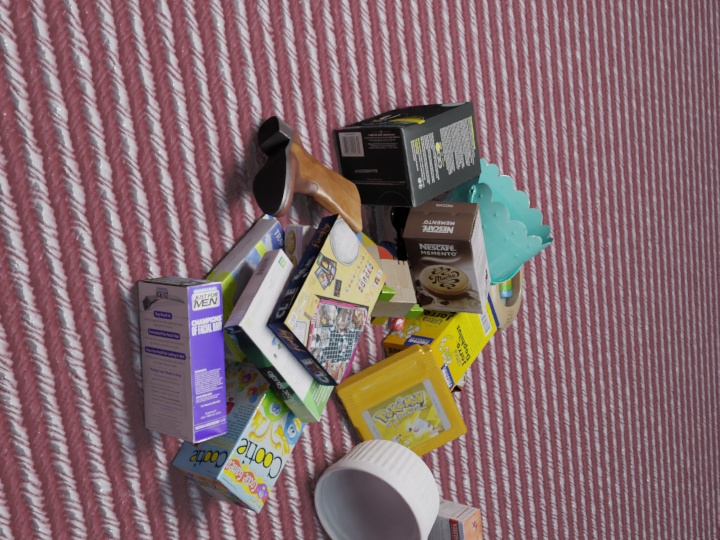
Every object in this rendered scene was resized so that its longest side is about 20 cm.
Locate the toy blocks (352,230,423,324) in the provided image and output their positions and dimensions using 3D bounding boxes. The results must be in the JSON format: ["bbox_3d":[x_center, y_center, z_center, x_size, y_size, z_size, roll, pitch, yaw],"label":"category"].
[{"bbox_3d":[0.000,0.000,1.461,0.197,0.100,0.138,4,58,-27],"label":"toy blocks"}]

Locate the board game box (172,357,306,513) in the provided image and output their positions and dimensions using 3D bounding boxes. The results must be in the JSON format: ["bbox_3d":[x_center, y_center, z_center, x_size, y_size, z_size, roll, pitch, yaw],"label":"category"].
[{"bbox_3d":[-0.157,0.223,1.321,0.103,0.104,0.201,51,57,-38],"label":"board game box"}]

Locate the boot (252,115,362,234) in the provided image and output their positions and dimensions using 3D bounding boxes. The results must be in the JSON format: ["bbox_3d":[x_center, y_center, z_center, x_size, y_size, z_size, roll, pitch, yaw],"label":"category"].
[{"bbox_3d":[-0.073,-0.108,1.370,0.200,0.068,0.190,39,25,-37],"label":"boot"}]

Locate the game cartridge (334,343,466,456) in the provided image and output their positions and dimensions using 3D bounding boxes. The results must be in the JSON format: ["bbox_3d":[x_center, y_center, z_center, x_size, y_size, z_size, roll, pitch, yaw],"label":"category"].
[{"bbox_3d":[0.071,0.235,1.566,0.175,0.033,0.202,-26,120,-1],"label":"game cartridge"}]

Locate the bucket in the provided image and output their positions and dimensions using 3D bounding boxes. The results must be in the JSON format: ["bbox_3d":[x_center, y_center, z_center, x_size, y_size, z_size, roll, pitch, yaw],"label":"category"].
[{"bbox_3d":[0.233,-0.082,1.661,0.206,0.135,0.208,38,24,-20],"label":"bucket"}]

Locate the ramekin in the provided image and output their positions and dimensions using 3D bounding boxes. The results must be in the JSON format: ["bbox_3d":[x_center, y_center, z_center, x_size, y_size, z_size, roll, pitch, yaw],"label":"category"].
[{"bbox_3d":[0.034,0.370,1.494,0.105,0.198,0.203,-42,123,-49],"label":"ramekin"}]

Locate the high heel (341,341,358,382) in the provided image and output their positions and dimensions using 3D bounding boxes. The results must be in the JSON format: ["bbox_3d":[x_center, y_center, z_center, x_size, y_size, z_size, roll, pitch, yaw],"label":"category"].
[{"bbox_3d":[-0.003,0.088,1.519,0.095,0.067,0.203,17,68,-38],"label":"high heel"}]

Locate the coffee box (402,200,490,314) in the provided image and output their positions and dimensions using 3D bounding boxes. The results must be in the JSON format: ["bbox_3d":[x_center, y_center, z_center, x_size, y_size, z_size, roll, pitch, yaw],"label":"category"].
[{"bbox_3d":[0.145,-0.020,1.522,0.201,0.111,0.081,70,30,-50],"label":"coffee box"}]

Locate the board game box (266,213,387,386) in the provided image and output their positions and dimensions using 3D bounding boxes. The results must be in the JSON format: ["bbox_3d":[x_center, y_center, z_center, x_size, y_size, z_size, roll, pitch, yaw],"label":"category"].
[{"bbox_3d":[-0.042,0.041,1.298,0.136,0.034,0.201,52,47,-31],"label":"board game box"}]

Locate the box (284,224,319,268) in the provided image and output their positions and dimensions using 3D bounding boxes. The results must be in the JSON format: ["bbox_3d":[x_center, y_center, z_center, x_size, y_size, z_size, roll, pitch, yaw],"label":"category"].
[{"bbox_3d":[-0.089,0.034,1.360,0.038,0.041,0.203,-1,97,-49],"label":"box"}]

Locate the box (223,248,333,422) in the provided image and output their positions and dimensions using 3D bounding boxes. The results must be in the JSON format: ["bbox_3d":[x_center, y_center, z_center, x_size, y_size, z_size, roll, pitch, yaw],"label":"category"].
[{"bbox_3d":[-0.095,0.092,1.283,0.201,0.036,0.145,54,42,-29],"label":"box"}]

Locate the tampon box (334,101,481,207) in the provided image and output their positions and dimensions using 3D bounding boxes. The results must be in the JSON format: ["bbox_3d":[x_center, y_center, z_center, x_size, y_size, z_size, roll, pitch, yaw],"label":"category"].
[{"bbox_3d":[0.082,-0.195,1.527,0.199,0.148,0.128,-28,115,-45],"label":"tampon box"}]

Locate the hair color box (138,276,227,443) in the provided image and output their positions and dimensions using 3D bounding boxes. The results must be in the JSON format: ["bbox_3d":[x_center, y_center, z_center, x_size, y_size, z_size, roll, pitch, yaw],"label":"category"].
[{"bbox_3d":[-0.234,0.113,1.218,0.064,0.108,0.203,-11,102,-48],"label":"hair color box"}]

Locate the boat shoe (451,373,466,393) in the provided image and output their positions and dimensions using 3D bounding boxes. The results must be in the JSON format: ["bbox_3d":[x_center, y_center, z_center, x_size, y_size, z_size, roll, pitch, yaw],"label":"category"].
[{"bbox_3d":[0.158,0.207,1.701,0.200,0.062,0.072,-41,159,-37],"label":"boat shoe"}]

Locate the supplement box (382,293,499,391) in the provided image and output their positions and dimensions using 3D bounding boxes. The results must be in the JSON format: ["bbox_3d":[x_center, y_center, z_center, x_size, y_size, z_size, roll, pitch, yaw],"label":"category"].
[{"bbox_3d":[0.148,0.113,1.663,0.200,0.108,0.111,-47,127,-36],"label":"supplement box"}]

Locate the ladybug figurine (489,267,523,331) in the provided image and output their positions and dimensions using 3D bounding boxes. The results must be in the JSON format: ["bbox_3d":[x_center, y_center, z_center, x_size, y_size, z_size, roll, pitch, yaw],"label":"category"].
[{"bbox_3d":[0.265,0.018,1.819,0.135,0.071,0.203,-5,97,-50],"label":"ladybug figurine"}]

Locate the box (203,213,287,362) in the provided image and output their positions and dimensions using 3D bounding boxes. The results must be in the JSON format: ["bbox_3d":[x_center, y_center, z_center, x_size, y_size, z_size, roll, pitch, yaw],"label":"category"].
[{"bbox_3d":[-0.153,0.020,1.351,0.200,0.047,0.123,-51,130,-33],"label":"box"}]

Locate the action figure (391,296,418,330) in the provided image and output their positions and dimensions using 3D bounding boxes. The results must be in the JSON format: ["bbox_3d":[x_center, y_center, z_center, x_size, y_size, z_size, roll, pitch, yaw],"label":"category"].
[{"bbox_3d":[0.091,0.010,1.637,0.065,0.051,0.203,35,69,-50],"label":"action figure"}]

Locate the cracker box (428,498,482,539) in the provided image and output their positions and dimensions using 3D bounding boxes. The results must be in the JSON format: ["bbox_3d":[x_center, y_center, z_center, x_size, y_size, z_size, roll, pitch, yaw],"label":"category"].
[{"bbox_3d":[0.117,0.460,1.589,0.057,0.198,0.136,-20,109,-46],"label":"cracker box"}]

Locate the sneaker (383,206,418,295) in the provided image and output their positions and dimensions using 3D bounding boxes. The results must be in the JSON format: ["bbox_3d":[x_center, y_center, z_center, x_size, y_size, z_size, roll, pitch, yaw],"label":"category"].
[{"bbox_3d":[0.066,-0.037,1.565,0.080,0.072,0.203,34,54,-88],"label":"sneaker"}]
